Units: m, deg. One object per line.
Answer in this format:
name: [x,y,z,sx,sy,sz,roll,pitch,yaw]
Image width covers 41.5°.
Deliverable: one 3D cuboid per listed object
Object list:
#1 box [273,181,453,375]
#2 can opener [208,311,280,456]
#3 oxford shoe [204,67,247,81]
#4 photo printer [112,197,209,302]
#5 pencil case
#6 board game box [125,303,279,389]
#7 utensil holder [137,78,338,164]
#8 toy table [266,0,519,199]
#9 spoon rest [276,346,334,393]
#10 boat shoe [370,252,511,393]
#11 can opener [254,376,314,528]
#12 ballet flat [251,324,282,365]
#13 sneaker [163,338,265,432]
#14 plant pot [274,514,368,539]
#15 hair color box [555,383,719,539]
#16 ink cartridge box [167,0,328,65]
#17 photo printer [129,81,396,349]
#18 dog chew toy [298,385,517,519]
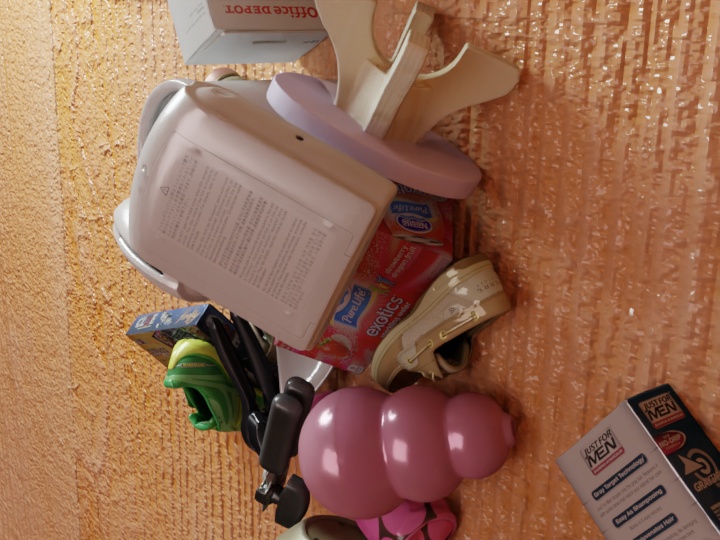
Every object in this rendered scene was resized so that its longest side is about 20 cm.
box: [0.000,0.000,0.913,0.200,0.099,0.096,126,158,-43]
can opener: [-0.119,0.132,1.084,0.079,0.063,0.201,13,123,58]
oxford shoe: [-0.165,-0.136,1.141,0.074,0.071,0.201,35,125,39]
photo printer: [-0.164,-0.034,1.059,0.166,0.200,0.070,37,126,40]
pencil case: [0.008,0.220,0.999,0.200,0.091,0.094,49,143,36]
board game box: [-0.199,0.103,1.208,0.135,0.035,0.200,44,150,-25]
utensil holder: [-0.095,-0.110,0.952,0.170,0.199,0.171,18,114,48]
toy table: [0.032,-0.159,0.816,0.184,0.199,0.117,-99,32,-60]
spoon rest: [-0.058,0.116,1.070,0.099,0.061,0.201,13,111,38]
boat shoe: [0.072,0.067,0.886,0.066,0.074,0.200,56,142,21]
can opener: [-0.074,0.193,1.006,0.066,0.053,0.200,23,133,14]
ballet flat: [-0.132,0.028,1.141,0.200,0.067,0.068,58,137,25]
sneaker: [-0.165,0.164,1.145,0.074,0.084,0.200,-3,139,47]
plant pot: [-0.035,0.342,1.012,0.200,0.200,0.135,27,105,45]
hair color box: [0.244,0.196,0.709,0.200,0.060,0.100,58,138,24]
ink cartridge box: [-0.131,-0.320,0.988,0.085,0.144,0.201,-26,78,51]
photo printer: [-0.092,-0.048,0.782,0.200,0.069,0.167,29,119,4]
dog chew toy: [0.045,0.162,0.884,0.199,0.124,0.125,-13,89,19]
